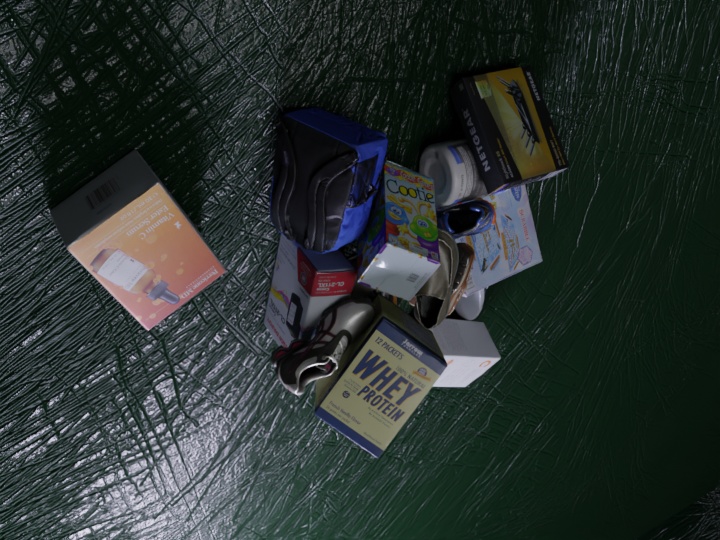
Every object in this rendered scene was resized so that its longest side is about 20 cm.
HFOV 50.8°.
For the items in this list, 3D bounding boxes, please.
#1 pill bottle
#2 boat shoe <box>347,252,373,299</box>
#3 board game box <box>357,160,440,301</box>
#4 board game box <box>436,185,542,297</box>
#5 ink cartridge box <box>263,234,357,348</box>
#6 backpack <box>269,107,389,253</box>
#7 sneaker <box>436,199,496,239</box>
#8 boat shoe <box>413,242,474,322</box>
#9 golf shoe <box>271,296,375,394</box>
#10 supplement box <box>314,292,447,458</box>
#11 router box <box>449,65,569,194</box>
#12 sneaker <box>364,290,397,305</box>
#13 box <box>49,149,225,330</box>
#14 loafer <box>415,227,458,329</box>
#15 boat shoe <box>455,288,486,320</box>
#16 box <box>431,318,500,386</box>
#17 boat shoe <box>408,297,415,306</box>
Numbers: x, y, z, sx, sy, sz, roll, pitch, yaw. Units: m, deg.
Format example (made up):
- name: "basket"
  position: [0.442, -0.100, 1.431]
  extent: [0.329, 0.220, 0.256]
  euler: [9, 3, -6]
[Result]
- name: "pill bottle"
  position: [0.216, -0.190, 1.392]
  extent: [0.198, 0.114, 0.115]
  euler: [-15, 130, -28]
- name: "boat shoe"
  position: [0.000, 0.000, 1.378]
  extent: [0.198, 0.063, 0.073]
  euler: [-21, 132, 26]
- name: "board game box"
  position: [0.060, -0.070, 1.266]
  extent: [0.102, 0.201, 0.105]
  euler: [19, 134, -19]
- name: "board game box"
  position: [0.253, -0.078, 1.497]
  extent: [0.198, 0.041, 0.202]
  euler: [-22, 105, -23]
- name: "ink cartridge box"
  position: [-0.091, 0.048, 1.314]
  extent: [0.082, 0.146, 0.202]
  euler: [-4, 124, -31]
- name: "backpack"
  position: [-0.043, -0.135, 1.201]
  extent: [0.167, 0.162, 0.202]
  euler: [-22, 134, -50]
- name: "sneaker"
  position: [0.144, -0.079, 1.362]
  extent: [0.198, 0.076, 0.078]
  euler: [-25, 174, 13]
- name: "boat shoe"
  position: [0.165, 0.024, 1.436]
  extent: [0.073, 0.076, 0.201]
  euler: [-21, 149, -40]
- name: "golf shoe"
  position: [-0.048, 0.126, 1.238]
  extent: [0.199, 0.088, 0.077]
  euler: [-38, 132, -4]
- name: "supplement box"
  position: [0.030, 0.174, 1.316]
  extent: [0.134, 0.200, 0.201]
  euler: [35, 97, -7]
- name: "router box"
  position: [0.262, -0.250, 1.335]
  extent: [0.156, 0.202, 0.052]
  euler: [-17, 173, -27]
- name: "sneaker"
  position: [0.026, 0.036, 1.423]
  extent: [0.076, 0.078, 0.202]
  euler: [-10, 104, -16]
- name: "box"
  position: [-0.318, -0.041, 1.102]
  extent: [0.152, 0.106, 0.201]
  euler: [-38, 137, -7]
- name: "loafer"
  position: [0.133, 0.020, 1.343]
  extent: [0.070, 0.074, 0.202]
  euler: [-64, 154, -56]
- name: "boat shoe"
  position: [0.243, 0.019, 1.610]
  extent: [0.068, 0.071, 0.201]
  euler: [-41, 144, -36]
- name: "box"
  position: [0.182, 0.178, 1.634]
  extent: [0.199, 0.098, 0.124]
  euler: [9, 137, -41]
- name: "boat shoe"
  position: [0.121, 0.044, 1.530]
  extent: [0.201, 0.075, 0.075]
  euler: [9, 124, -40]
